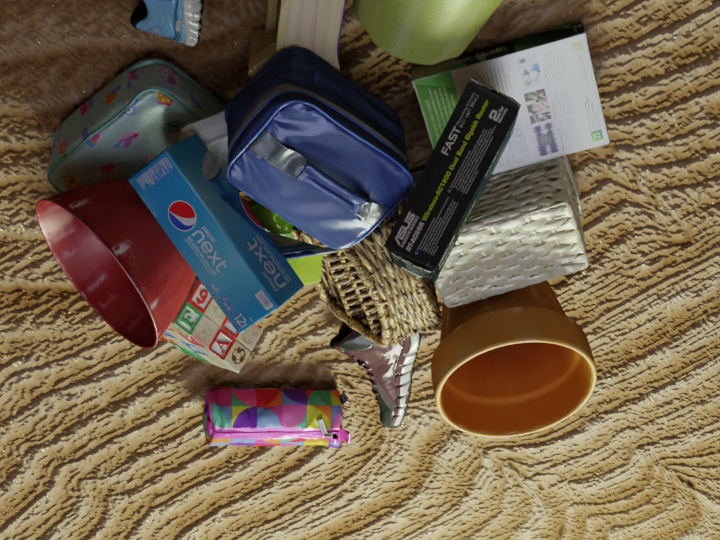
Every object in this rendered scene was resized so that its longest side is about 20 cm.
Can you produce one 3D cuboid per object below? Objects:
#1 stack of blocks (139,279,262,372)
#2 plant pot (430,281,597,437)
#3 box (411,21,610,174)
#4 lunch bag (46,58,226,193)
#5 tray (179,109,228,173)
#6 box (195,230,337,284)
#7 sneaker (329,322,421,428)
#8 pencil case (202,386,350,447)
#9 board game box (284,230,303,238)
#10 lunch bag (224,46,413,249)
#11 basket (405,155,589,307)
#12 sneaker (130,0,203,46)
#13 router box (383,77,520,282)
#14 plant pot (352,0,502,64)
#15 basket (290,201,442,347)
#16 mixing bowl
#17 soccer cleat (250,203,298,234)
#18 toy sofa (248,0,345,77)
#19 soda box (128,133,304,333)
[{"bbox_3d":[-0.224,0.050,1.679,0.200,0.059,0.115,13,158,47],"label":"stack of blocks"},{"bbox_3d":[0.179,0.078,1.779,0.200,0.183,0.200,-5,139,-4],"label":"plant pot"},{"bbox_3d":[0.171,-0.186,1.608,0.200,0.036,0.144,-15,121,6],"label":"box"},{"bbox_3d":[-0.244,-0.135,1.598,0.200,0.077,0.160,-35,132,26],"label":"lunch bag"},{"bbox_3d":[-0.111,-0.145,1.571,0.200,0.022,0.107,-26,142,-29],"label":"tray"},{"bbox_3d":[-0.138,-0.016,1.628,0.122,0.200,0.048,-11,110,-45],"label":"box"},{"bbox_3d":[0.013,0.123,1.897,0.115,0.076,0.200,5,123,-5],"label":"sneaker"},{"bbox_3d":[-0.116,0.201,1.942,0.200,0.088,0.088,1,134,-7],"label":"pencil case"},{"bbox_3d":[-0.043,-0.052,1.742,0.200,0.030,0.096,-19,133,8],"label":"board game box"},{"bbox_3d":[-0.040,-0.116,1.473,0.200,0.132,0.136,31,121,-25],"label":"lunch bag"},{"bbox_3d":[0.165,-0.058,1.692,0.200,0.123,0.136,-17,134,10],"label":"basket"},{"bbox_3d":[-0.201,-0.312,1.430,0.090,0.078,0.200,3,134,-6],"label":"sneaker"},{"bbox_3d":[0.098,-0.090,1.507,0.062,0.150,0.200,27,88,6],"label":"router box"},{"bbox_3d":[0.080,-0.312,1.404,0.200,0.201,0.184,9,144,-15],"label":"plant pot"},{"bbox_3d":[0.000,0.000,1.679,0.149,0.143,0.200,-17,133,6],"label":"basket"},{"bbox_3d":[-0.249,-0.026,1.544,0.108,0.200,0.200,-41,140,-23],"label":"mixing bowl"},{"bbox_3d":[-0.043,-0.115,1.622,0.200,0.081,0.068,-40,119,-20],"label":"soccer cleat"},{"bbox_3d":[-0.060,-0.294,1.458,0.097,0.083,0.200,4,134,-6],"label":"toy sofa"},{"bbox_3d":[-0.150,-0.039,1.485,0.064,0.068,0.200,-33,94,31],"label":"soda box"}]
